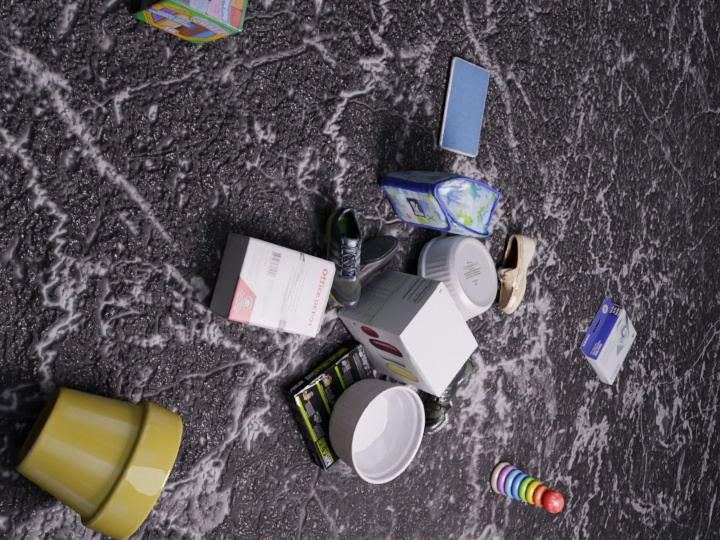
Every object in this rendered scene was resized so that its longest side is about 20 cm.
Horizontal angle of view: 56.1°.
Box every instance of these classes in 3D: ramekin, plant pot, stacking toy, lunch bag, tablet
[{"bbox_3d":[0.028,0.318,1.382,0.198,0.104,0.204,-11,107,-38],"label":"ramekin"},{"bbox_3d":[-0.402,0.276,1.027,0.188,0.200,0.203,33,77,-24],"label":"plant pot"},{"bbox_3d":[0.440,0.576,1.767,0.084,0.199,0.087,-8,104,-37],"label":"stacking toy"},{"bbox_3d":[0.162,-0.149,1.411,0.198,0.169,0.129,19,88,-41],"label":"lunch bag"},{"bbox_3d":[0.224,0.015,1.509,0.201,0.093,0.206,16,67,-42],"label":"ramekin"},{"bbox_3d":[0.237,-0.370,1.543,0.129,0.014,0.204,5,96,-41],"label":"tablet"}]

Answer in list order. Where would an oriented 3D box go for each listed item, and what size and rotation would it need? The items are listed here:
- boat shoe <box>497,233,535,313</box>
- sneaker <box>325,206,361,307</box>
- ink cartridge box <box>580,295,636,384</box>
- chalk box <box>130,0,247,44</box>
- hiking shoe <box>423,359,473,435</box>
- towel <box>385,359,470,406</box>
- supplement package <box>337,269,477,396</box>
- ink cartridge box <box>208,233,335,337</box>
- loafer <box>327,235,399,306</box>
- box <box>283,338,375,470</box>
[{"bbox_3d":[0.377,0.005,1.699,0.068,0.073,0.203,16,87,-28],"label":"boat shoe"},{"bbox_3d":[-0.031,-0.030,1.301,0.073,0.081,0.203,-2,75,-16],"label":"sneaker"},{"bbox_3d":[0.765,0.215,2.074,0.200,0.040,0.201,46,69,-35],"label":"ink cartridge box"},{"bbox_3d":[-0.241,-0.431,1.011,0.123,0.199,0.127,12,91,-40],"label":"chalk box"},{"bbox_3d":[0.165,0.255,1.465,0.101,0.075,0.201,46,62,-29],"label":"hiking shoe"},{"bbox_3d":[0.164,0.228,1.548,0.201,0.085,0.166,-55,127,-18],"label":"towel"},{"bbox_3d":[0.097,0.123,1.397,0.147,0.199,0.192,-48,124,-22],"label":"supplement package"},{"bbox_3d":[-0.159,0.029,1.242,0.198,0.082,0.149,18,87,-40],"label":"ink cartridge box"},{"bbox_3d":[0.000,0.000,1.390,0.199,0.072,0.064,-35,139,-23],"label":"loafer"},{"bbox_3d":[-0.046,0.278,1.410,0.192,0.047,0.202,-34,119,-28],"label":"box"}]
